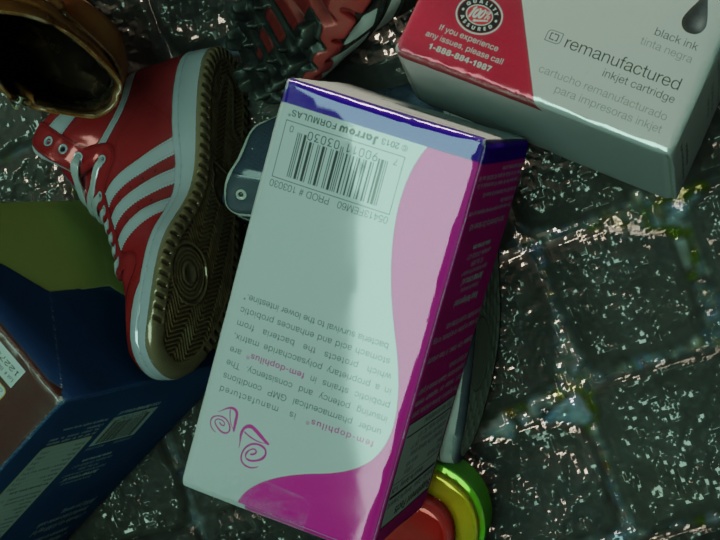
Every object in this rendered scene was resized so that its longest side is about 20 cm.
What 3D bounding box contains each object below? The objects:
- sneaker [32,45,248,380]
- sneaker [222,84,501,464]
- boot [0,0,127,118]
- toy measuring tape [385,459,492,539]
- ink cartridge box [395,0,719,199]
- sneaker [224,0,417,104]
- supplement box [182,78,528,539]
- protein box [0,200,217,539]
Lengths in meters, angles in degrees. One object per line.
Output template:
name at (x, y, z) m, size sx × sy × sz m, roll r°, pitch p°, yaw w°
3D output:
sneaker at (-0.129, -0.028, 0.928) m, size 0.112 × 0.071 × 0.201 m, roll -8°, pitch 58°, yaw 23°
sneaker at (0.000, -0.001, 0.902) m, size 0.145 × 0.077 × 0.204 m, roll 1°, pitch 90°, yaw 14°
boot at (-0.217, -0.134, 0.883) m, size 0.199 × 0.155 × 0.077 m, roll 25°, pitch 102°, yaw -20°
toy measuring tape at (0.066, 0.154, 0.903) m, size 0.200 × 0.074 × 0.074 m, roll 37°, pitch 105°, yaw 4°
ink cartridge box at (0.125, -0.158, 0.816) m, size 0.145 × 0.083 × 0.201 m, roll 22°, pitch 83°, yaw 16°
sneaker at (0.000, -0.156, 0.889) m, size 0.071 × 0.098 × 0.200 m, roll 61°, pitch 140°, yaw 16°
supplement box at (-0.001, 0.019, 0.812) m, size 0.101 × 0.103 × 0.201 m, roll 19°, pitch 100°, yaw 15°
protein box at (-0.215, 0.079, 0.925) m, size 0.200 × 0.198 × 0.135 m, roll -46°, pitch 77°, yaw 17°
